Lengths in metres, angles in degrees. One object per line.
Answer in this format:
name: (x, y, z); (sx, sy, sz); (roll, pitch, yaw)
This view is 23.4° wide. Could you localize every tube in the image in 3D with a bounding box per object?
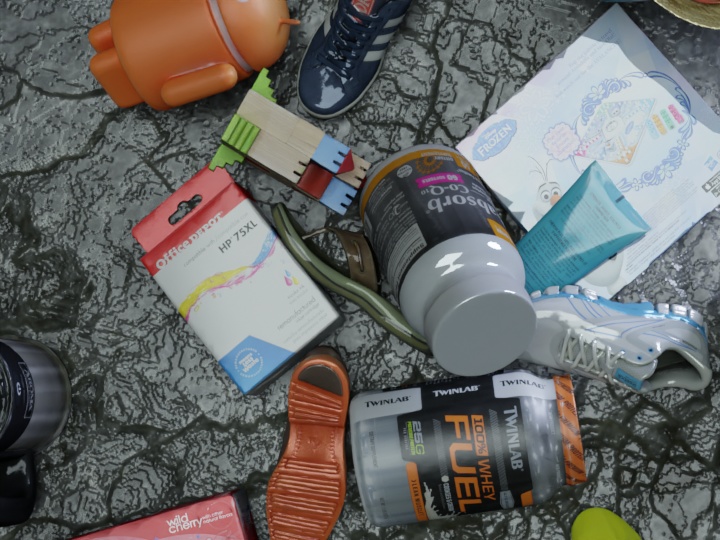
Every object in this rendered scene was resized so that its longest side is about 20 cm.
tube: (0.161, -0.004, 1.547); (0.200, 0.050, 0.078); (-43, 87, 22)

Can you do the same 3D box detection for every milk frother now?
milk frother: (-0.385, 0.138, 1.560); (0.198, 0.188, 0.182); (9, 86, 7)

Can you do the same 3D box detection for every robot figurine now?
robot figurine: (-0.150, -0.221, 1.590); (0.199, 0.144, 0.117); (-20, 101, 13)

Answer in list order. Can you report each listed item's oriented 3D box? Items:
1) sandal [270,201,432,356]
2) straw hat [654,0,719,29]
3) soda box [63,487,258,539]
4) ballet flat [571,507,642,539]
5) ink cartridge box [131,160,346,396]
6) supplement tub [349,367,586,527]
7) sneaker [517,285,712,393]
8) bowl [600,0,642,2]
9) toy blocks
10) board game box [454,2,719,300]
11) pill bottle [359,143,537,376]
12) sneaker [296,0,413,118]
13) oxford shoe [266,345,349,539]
sandal: (0.001, 0.000, 1.586); (0.200, 0.080, 0.057); (38, 96, -2)
straw hat: (0.311, -0.304, 1.467); (0.199, 0.085, 0.203); (1, 96, 5)
soda box: (-0.195, 0.261, 1.594); (0.198, 0.063, 0.071); (-17, 84, 5)
ballet flat: (0.246, 0.305, 1.540); (0.066, 0.067, 0.201); (-23, 84, 5)
ink cartridge box: (-0.119, 0.002, 1.601); (0.116, 0.067, 0.200); (-40, 82, 2)
supplement tub: (0.096, 0.154, 1.540); (0.198, 0.123, 0.124); (-10, 85, 5)
sneaker: (0.218, 0.069, 1.521); (0.198, 0.087, 0.075); (3, 125, -7)
bowl: (0.229, -0.322, 1.555); (0.199, 0.105, 0.203); (1, 79, -7)
toy blocks: (-0.053, -0.101, 1.549); (0.136, 0.200, 0.100); (30, 89, -4)
board game box: (0.224, -0.102, 1.583); (0.200, 0.043, 0.199); (-41, 83, 2)
pill bottle: (0.077, -0.010, 1.510); (0.116, 0.117, 0.201); (-28, 43, 4)
sneaker: (0.001, -0.234, 1.596); (0.075, 0.085, 0.201); (30, 90, 7)
oxford shoe: (-0.041, 0.166, 1.586); (0.071, 0.073, 0.202); (13, 106, 2)
